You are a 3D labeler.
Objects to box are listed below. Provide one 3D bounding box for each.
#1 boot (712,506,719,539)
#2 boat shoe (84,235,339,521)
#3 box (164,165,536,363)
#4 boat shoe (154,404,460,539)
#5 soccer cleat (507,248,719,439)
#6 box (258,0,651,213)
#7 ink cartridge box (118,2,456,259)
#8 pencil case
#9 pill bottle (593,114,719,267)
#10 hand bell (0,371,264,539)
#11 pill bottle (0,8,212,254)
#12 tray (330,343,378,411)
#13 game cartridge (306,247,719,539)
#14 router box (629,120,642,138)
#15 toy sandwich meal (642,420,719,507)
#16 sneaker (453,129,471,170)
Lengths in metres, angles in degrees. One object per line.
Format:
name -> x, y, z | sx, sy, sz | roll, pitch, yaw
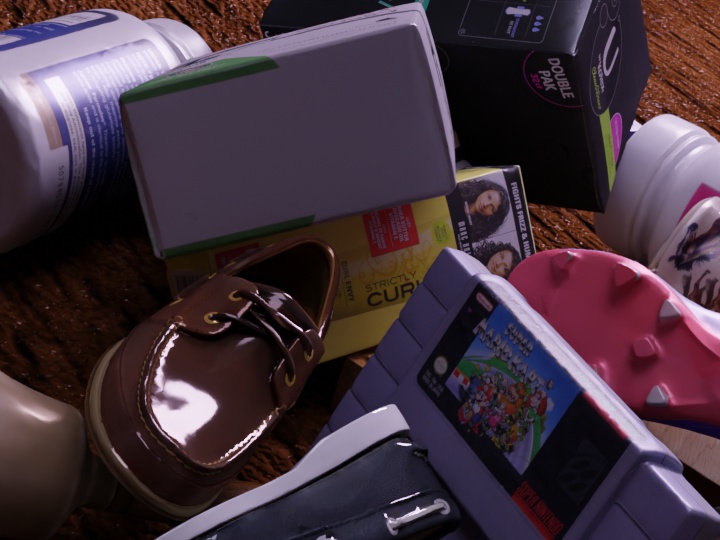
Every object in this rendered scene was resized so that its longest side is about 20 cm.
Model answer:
boot -> 0.190, 0.164, 0.696 | 0.199, 0.139, 0.077 | -7, -12, -1
boat shoe -> -0.055, 0.033, 0.695 | 0.072, 0.068, 0.200 | 45, 21, -5
box -> 0.000, 0.000, 0.867 | 0.199, 0.076, 0.050 | -15, 8, -33
boat shoe -> -0.042, 0.120, 0.645 | 0.200, 0.076, 0.060 | -30, 76, -30
soccer cleat -> 0.156, 0.045, 0.742 | 0.199, 0.067, 0.076 | 19, -5, 28
box -> 0.064, -0.137, 1.036 | 0.199, 0.149, 0.125 | 9, 57, 21
ink cartridge box -> -0.029, -0.077, 0.853 | 0.145, 0.085, 0.200 | -13, 11, 5
pencil case -> 0.243, 0.044, 0.926 | 0.200, 0.078, 0.089 | 38, 41, 12
pill bottle -> 0.252, -0.012, 1.046 | 0.200, 0.114, 0.113 | 33, 30, 31
hand bell -> -0.094, 0.093, 0.694 | 0.199, 0.104, 0.104 | 19, 23, -26
pill bottle -> -0.164, -0.085, 0.941 | 0.111, 0.111, 0.200 | 27, 28, 19
tray -> 0.085, 0.057, 0.900 | 0.098, 0.037, 0.200 | 31, 29, 27
game cartridge -> 0.056, 0.089, 0.713 | 0.038, 0.130, 0.200 | 17, 21, -37
router box -> 0.079, -0.122, 1.230 | 0.199, 0.049, 0.180 | -2, 32, -34
toy sandwich meal -> 0.180, 0.093, 0.812 | 0.204, 0.070, 0.206 | 16, 36, -12
sneaker -> 0.009, -0.010, 0.948 | 0.200, 0.076, 0.081 | -32, 97, -39
